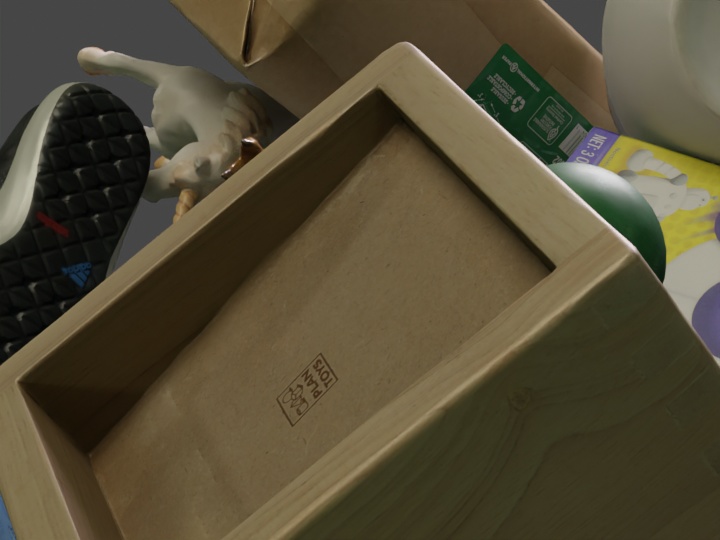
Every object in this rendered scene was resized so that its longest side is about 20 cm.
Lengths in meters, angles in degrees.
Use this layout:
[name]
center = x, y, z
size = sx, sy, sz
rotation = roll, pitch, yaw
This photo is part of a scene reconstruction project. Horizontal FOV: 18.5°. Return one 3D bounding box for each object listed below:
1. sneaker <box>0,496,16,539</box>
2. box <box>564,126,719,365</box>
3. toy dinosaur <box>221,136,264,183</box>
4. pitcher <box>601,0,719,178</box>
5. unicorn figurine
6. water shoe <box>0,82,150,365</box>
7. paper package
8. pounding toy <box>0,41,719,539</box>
[sneaker]
center = -0.090, 0.071, 0.735
size = 0.089, 0.079, 0.201
rotation = -16, 34, 20
[box]
center = 0.132, 0.033, 0.683
size = 0.199, 0.049, 0.117
rotation = 21, 53, 27
[toy dinosaur]
center = 0.000, 0.000, 0.756
size = 0.061, 0.106, 0.200
rotation = -60, -5, 25
[pitcher]
center = 0.173, -0.081, 0.803
size = 0.170, 0.122, 0.200
rotation = -4, -1, 6
[unicorn figurine]
center = -0.067, -0.060, 1.006
size = 0.137, 0.074, 0.199
rotation = 14, 17, 38
[water shoe]
center = -0.144, 0.013, 0.893
size = 0.079, 0.071, 0.201
rotation = -32, 25, 46
[paper package]
center = 0.000, -0.118, 0.950
size = 0.104, 0.200, 0.191
rotation = -47, 45, 7
[pounding toy]
center = 0.034, 0.054, 0.559
size = 0.200, 0.142, 0.184
rotation = -39, 30, 0
